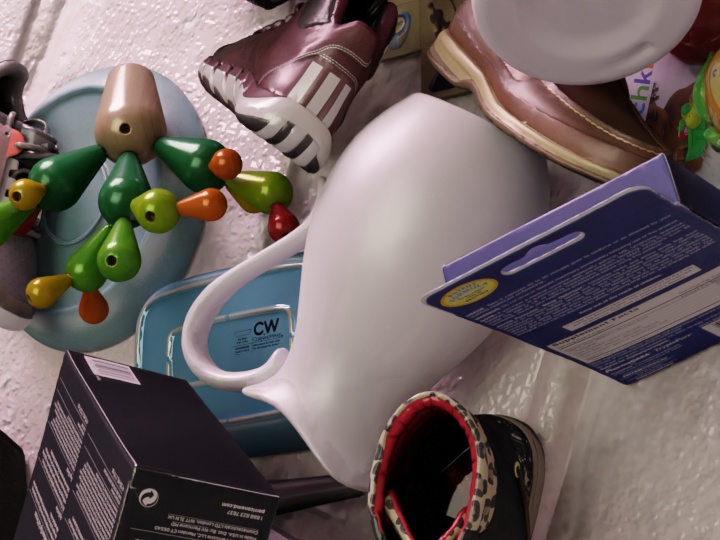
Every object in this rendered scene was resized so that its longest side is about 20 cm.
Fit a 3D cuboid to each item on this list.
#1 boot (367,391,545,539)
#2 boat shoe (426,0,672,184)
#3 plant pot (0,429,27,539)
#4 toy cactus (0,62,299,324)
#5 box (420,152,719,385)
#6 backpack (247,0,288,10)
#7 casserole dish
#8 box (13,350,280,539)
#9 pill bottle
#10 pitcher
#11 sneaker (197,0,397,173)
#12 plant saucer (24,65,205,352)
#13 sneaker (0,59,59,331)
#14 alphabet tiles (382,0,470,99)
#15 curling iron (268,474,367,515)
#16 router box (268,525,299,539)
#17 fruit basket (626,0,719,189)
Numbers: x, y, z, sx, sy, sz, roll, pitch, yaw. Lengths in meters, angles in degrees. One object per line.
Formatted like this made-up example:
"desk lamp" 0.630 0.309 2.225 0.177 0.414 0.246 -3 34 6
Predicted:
"boot" 0.039 0.162 0.871 0.073 0.154 0.204 7 79 18
"boat shoe" 0.102 -0.101 0.920 0.068 0.072 0.200 -61 35 16
"plant pot" -0.321 0.180 1.122 0.200 0.177 0.200 -20 66 30
"toy cactus" -0.137 -0.055 1.089 0.200 0.102 0.165 -13 51 10
"box" 0.125 0.001 0.827 0.121 0.200 0.032 -28 62 27
"backpack" -0.096 -0.265 1.066 0.154 0.190 0.200 -19 66 27
"casserole dish" -0.069 0.050 1.060 0.200 0.039 0.121 -11 72 33
"box" -0.119 0.139 0.892 0.141 0.079 0.200 -71 21 7
"pill bottle" 0.107 -0.199 0.891 0.111 0.111 0.200 -28 41 28
"pitcher" 0.000 0.000 0.960 0.171 0.121 0.200 28 91 27
"sneaker" -0.027 -0.128 1.027 0.116 0.076 0.200 -54 22 4
"plant saucer" -0.185 -0.045 1.179 0.200 0.027 0.200 -10 72 33
"sneaker" -0.237 -0.058 1.159 0.082 0.077 0.200 -27 63 21
"alphabet tiles" 0.078 -0.202 1.041 0.166 0.006 0.200 -11 72 34
"curling iron" -0.074 0.146 1.041 0.200 0.026 0.050 -16 32 29
"router box" -0.066 0.211 0.910 0.200 0.062 0.150 -172 95 -69
"fruit basket" 0.192 -0.128 0.881 0.200 0.094 0.185 16 96 47
